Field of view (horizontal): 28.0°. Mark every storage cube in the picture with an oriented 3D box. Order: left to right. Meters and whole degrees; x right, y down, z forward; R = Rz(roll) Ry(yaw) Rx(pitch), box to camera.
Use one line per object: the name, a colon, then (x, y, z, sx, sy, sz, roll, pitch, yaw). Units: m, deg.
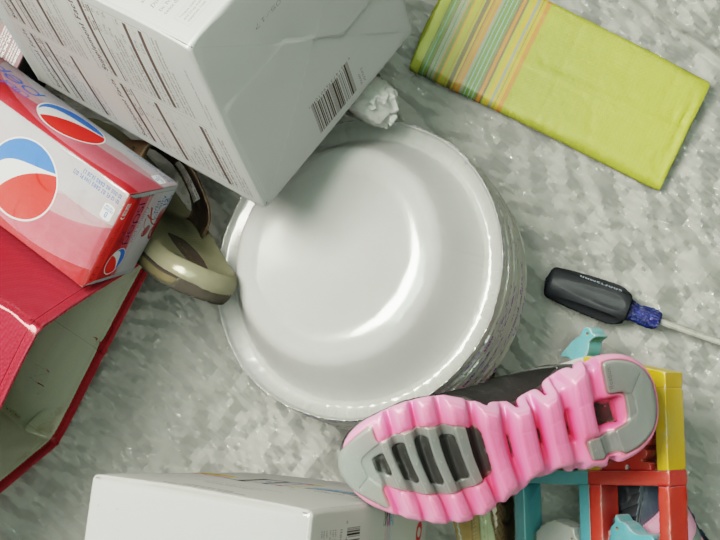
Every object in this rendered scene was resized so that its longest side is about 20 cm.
storage cube: (-0.267, 0.029, 0.908, 0.179, 0.200, 0.172, 33, 111, 5)

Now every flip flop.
flip flop: (-0.133, -0.050, 0.949, 0.200, 0.081, 0.058, 48, 117, 46)

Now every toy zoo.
toy zoo: (0.154, 0.138, 0.944, 0.020, 0.131, 0.202, 4, 82, -42)

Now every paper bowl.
paper bowl: (0.000, 0.000, 0.935, 0.199, 0.104, 0.202, -5, 76, 20)

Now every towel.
towel: (0.139, -0.138, 1.018, 0.199, 0.018, 0.087, 27, 91, 3)

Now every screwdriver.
screwdriver: (0.221, 0.040, 0.987, 0.199, 0.029, 0.028, 19, 85, 9)

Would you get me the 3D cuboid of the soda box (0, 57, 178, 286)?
soda box: (-0.214, -0.077, 0.880, 0.199, 0.063, 0.070, 35, 109, 12)

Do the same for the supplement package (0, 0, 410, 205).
supplement package: (-0.103, -0.172, 0.847, 0.199, 0.151, 0.152, 29, 70, 27)

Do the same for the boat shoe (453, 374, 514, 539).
boat shoe: (0.058, 0.108, 0.974, 0.076, 0.072, 0.201, -8, 73, 8)

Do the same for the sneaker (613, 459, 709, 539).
sneaker: (0.203, 0.182, 0.970, 0.081, 0.070, 0.202, -2, 78, -27)

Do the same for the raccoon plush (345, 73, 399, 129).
raccoon plush: (-0.018, -0.179, 0.973, 0.199, 0.097, 0.135, 29, 86, 28)

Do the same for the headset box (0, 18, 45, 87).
headset box: (-0.264, -0.217, 0.966, 0.199, 0.077, 0.150, 25, 88, 4)

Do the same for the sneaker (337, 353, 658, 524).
sneaker: (0.078, 0.097, 0.886, 0.199, 0.095, 0.080, -11, 98, -14)

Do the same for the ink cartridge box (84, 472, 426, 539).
ink cartridge box: (-0.061, 0.204, 0.883, 0.144, 0.200, 0.148, 5, 85, 23)
